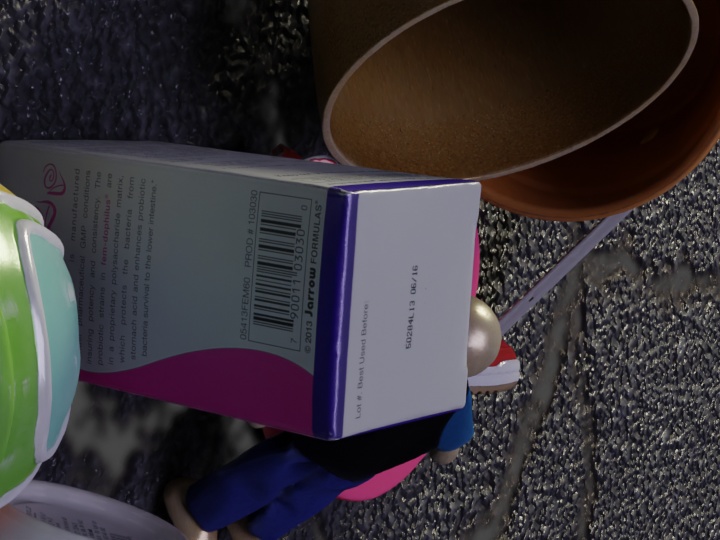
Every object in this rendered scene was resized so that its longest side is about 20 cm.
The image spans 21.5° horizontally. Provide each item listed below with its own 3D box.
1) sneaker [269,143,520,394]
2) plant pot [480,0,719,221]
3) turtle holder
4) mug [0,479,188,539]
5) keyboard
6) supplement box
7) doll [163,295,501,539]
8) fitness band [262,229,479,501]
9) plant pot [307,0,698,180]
[{"bbox_3d":[0.000,0.000,0.968,0.199,0.071,0.113,10,86,-27],"label":"sneaker"},{"bbox_3d":[0.132,-0.136,1.073,0.140,0.199,0.201,-25,118,-66],"label":"plant pot"},{"bbox_3d":[-0.181,0.010,0.734,0.186,0.141,0.132,63,27,3],"label":"turtle holder"},{"bbox_3d":[-0.138,0.181,0.808,0.200,0.147,0.176,-96,-156,-86],"label":"mug"},{"bbox_3d":[0.145,-0.028,1.141,0.200,0.011,0.056,-45,-179,14],"label":"keyboard"},{"bbox_3d":[-0.058,0.001,0.825,0.103,0.199,0.102,-7,104,-54],"label":"supplement box"},{"bbox_3d":[-0.009,0.077,0.918,0.136,0.200,0.049,20,42,-43],"label":"doll"},{"bbox_3d":[0.013,0.036,1.065,0.200,0.037,0.144,-57,137,-30],"label":"fitness band"},{"bbox_3d":[0.047,-0.175,0.935,0.186,0.186,0.201,19,50,-53],"label":"plant pot"}]
